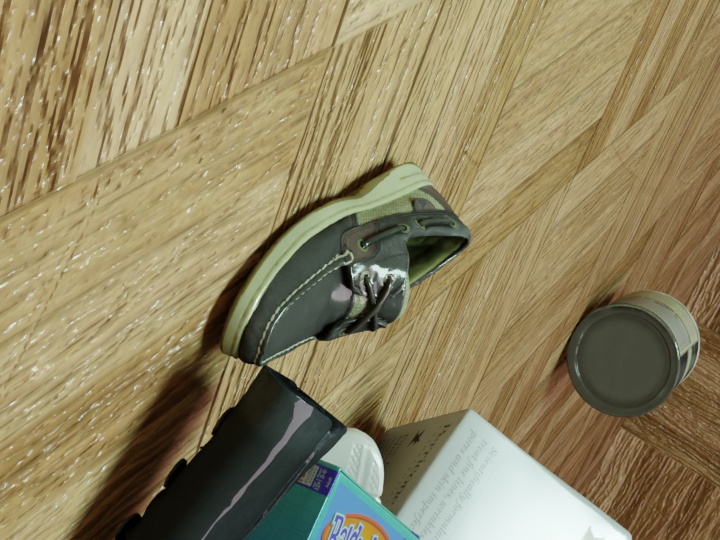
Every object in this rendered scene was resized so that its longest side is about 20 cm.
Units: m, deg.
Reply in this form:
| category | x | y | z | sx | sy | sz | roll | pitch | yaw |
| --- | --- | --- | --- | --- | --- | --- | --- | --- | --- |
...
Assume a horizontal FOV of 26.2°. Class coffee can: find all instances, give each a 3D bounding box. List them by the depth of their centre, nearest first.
| category | x | y | z | sx | sy | sz | roll | pitch | yaw |
| --- | --- | --- | --- | --- | --- | --- | --- | --- | --- |
| coffee can | 0.368 | 0.107 | 2.070 | 0.147 | 0.146 | 0.200 | -63 | 164 | 14 |

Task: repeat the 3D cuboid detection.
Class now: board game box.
| category | x | y | z | sx | sy | sz | roll | pitch | yaw |
| --- | --- | --- | --- | --- | --- | --- | --- | --- | --- |
| board game box | -0.044 | 0.223 | 0.926 | 0.201 | 0.045 | 0.152 | -64 | 151 | -15 |

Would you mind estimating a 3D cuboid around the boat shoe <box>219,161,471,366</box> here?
| category | x | y | z | sx | sy | sz | roll | pitch | yaw |
| --- | --- | --- | --- | --- | --- | --- | --- | --- | --- |
| boat shoe | 0.000 | 0.001 | 0.855 | 0.201 | 0.066 | 0.072 | -38 | 157 | -51 |

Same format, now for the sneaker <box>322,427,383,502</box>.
| category | x | y | z | sx | sy | sz | roll | pitch | yaw |
| --- | --- | --- | --- | --- | --- | --- | --- | --- | --- |
| sneaker | -0.044 | 0.185 | 1.106 | 0.082 | 0.077 | 0.201 | -91 | -156 | -65 |

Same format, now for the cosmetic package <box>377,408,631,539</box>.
| category | x | y | z | sx | sy | sz | roll | pitch | yaw |
| --- | --- | --- | --- | --- | --- | --- | --- | --- | --- |
| cosmetic package | 0.069 | 0.226 | 1.199 | 0.165 | 0.165 | 0.200 | -54 | -173 | -19 |

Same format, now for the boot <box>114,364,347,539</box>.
| category | x | y | z | sx | sy | sz | roll | pitch | yaw |
| --- | --- | --- | --- | --- | --- | --- | --- | --- | --- |
| boot | -0.092 | 0.135 | 0.759 | 0.200 | 0.066 | 0.165 | -45 | 176 | -3 |
